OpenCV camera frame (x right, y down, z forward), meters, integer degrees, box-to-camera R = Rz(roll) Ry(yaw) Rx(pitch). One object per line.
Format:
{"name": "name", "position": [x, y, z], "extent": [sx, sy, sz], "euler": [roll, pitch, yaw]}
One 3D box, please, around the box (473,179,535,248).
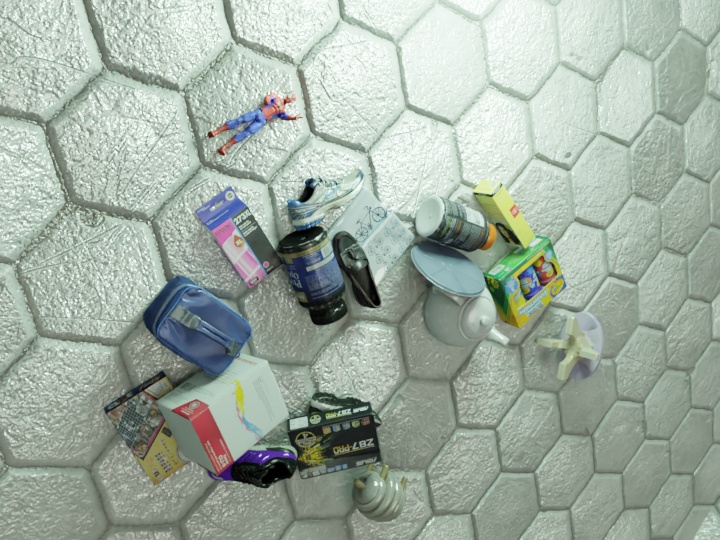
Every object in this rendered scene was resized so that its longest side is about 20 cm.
{"name": "box", "position": [0.375, -0.146, 1.683], "extent": [0.050, 0.075, 0.200], "euler": [-47, 118, -13]}

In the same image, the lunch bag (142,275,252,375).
{"name": "lunch bag", "position": [-0.319, 0.117, 1.299], "extent": [0.200, 0.132, 0.136], "euler": [39, 80, -30]}

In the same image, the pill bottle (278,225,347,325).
{"name": "pill bottle", "position": [-0.097, 0.014, 1.418], "extent": [0.112, 0.112, 0.201], "euler": [-28, 113, -22]}

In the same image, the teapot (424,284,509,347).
{"name": "teapot", "position": [0.267, 0.108, 1.634], "extent": [0.199, 0.146, 0.198], "euler": [-12, 106, -27]}

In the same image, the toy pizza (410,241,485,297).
{"name": "toy pizza", "position": [0.209, 0.002, 1.562], "extent": [0.199, 0.201, 0.032], "euler": [5, 128, -31]}

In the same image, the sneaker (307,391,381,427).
{"name": "sneaker", "position": [-0.040, 0.350, 1.558], "extent": [0.199, 0.074, 0.080], "euler": [18, 101, -26]}

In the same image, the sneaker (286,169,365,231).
{"name": "sneaker", "position": [-0.076, -0.172, 1.413], "extent": [0.200, 0.077, 0.085], "euler": [-39, 113, -18]}

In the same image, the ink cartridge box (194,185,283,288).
{"name": "ink cartridge box", "position": [-0.251, -0.068, 1.357], "extent": [0.095, 0.037, 0.200], "euler": [-39, 115, -18]}

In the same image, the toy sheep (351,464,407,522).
{"name": "toy sheep", "position": [0.044, 0.554, 1.614], "extent": [0.200, 0.138, 0.138], "euler": [41, 80, -35]}

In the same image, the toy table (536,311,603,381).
{"name": "toy table", "position": [0.613, 0.222, 1.855], "extent": [0.117, 0.183, 0.201], "euler": [-2, 90, -46]}

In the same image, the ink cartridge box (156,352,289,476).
{"name": "ink cartridge box", "position": [-0.277, 0.283, 1.328], "extent": [0.200, 0.145, 0.145], "euler": [-36, 118, -35]}

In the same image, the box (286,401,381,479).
{"name": "box", "position": [-0.059, 0.395, 1.506], "extent": [0.199, 0.049, 0.162], "euler": [-11, 123, -4]}

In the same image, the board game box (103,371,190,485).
{"name": "board game box", "position": [-0.419, 0.328, 1.344], "extent": [0.135, 0.035, 0.201], "euler": [-32, 115, -21]}

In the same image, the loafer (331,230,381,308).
{"name": "loafer", "position": [0.000, 0.000, 1.478], "extent": [0.072, 0.063, 0.201], "euler": [-33, 116, -19]}

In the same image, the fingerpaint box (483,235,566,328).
{"name": "fingerpaint box", "position": [0.453, 0.029, 1.767], "extent": [0.200, 0.073, 0.167], "euler": [-36, 116, -19]}

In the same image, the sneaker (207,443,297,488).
{"name": "sneaker", "position": [-0.236, 0.434, 1.414], "extent": [0.199, 0.100, 0.070], "euler": [-7, 111, -7]}

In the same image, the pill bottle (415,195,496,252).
{"name": "pill bottle", "position": [0.241, -0.107, 1.594], "extent": [0.199, 0.106, 0.107], "euler": [17, 92, -32]}

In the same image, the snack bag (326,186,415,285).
{"name": "snack bag", "position": [0.017, -0.071, 1.520], "extent": [0.189, 0.021, 0.200], "euler": [-50, 120, -11]}

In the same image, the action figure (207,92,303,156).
{"name": "action figure", "position": [-0.199, -0.303, 1.300], "extent": [0.200, 0.099, 0.065], "euler": [-39, 118, -20]}
